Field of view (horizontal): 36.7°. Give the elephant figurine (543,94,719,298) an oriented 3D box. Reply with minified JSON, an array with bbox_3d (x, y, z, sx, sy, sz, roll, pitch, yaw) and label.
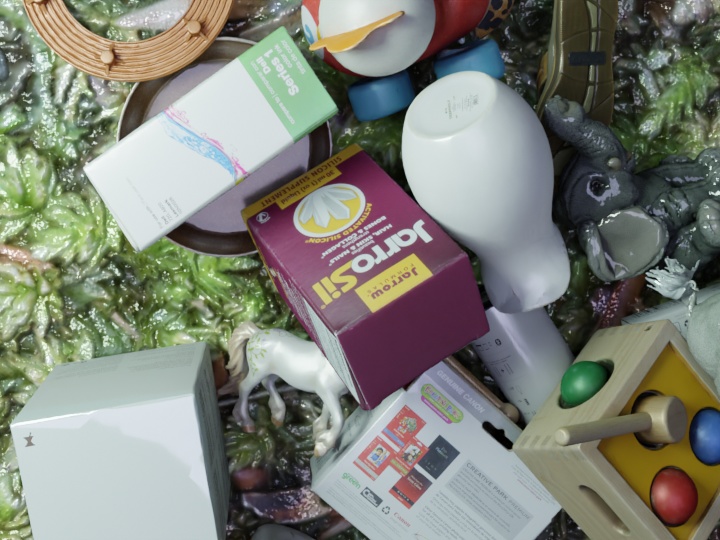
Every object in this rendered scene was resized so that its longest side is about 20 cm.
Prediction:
[{"bbox_3d":[0.239,-0.063,1.014,0.198,0.141,0.157,5,84,-13],"label":"elephant figurine"}]

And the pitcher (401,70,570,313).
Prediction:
[{"bbox_3d":[0.112,-0.087,0.952,0.120,0.173,0.200,-20,133,15],"label":"pitcher"}]

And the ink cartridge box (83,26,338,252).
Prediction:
[{"bbox_3d":[-0.124,-0.113,0.925,0.199,0.145,0.084,-35,100,1],"label":"ink cartridge box"}]

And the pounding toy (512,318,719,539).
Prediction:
[{"bbox_3d":[0.240,0.148,0.958,0.200,0.142,0.184,48,64,-13],"label":"pounding toy"}]

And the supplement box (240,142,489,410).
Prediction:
[{"bbox_3d":[0.000,0.000,0.945,0.130,0.200,0.104,-31,134,-11],"label":"supplement box"}]

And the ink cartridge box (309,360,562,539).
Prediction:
[{"bbox_3d":[0.081,0.197,1.056,0.200,0.084,0.176,42,96,-10],"label":"ink cartridge box"}]

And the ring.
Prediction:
[{"bbox_3d":[-0.209,-0.271,0.972,0.198,0.019,0.203,0,90,0],"label":"ring"}]

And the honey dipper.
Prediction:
[{"bbox_3d":[0.074,0.079,1.043,0.200,0.038,0.038,44,93,2],"label":"honey dipper"}]

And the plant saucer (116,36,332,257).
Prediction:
[{"bbox_3d":[-0.126,-0.114,1.015,0.198,0.034,0.202,-1,98,-6],"label":"plant saucer"}]

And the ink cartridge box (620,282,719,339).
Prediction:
[{"bbox_3d":[0.385,0.110,1.098,0.196,0.047,0.202,-19,102,-4],"label":"ink cartridge box"}]

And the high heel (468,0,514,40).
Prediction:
[{"bbox_3d":[0.059,-0.301,0.986,0.198,0.071,0.144,15,94,-14],"label":"high heel"}]

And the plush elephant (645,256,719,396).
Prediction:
[{"bbox_3d":[0.359,0.036,0.910,0.200,0.155,0.165,41,59,-5],"label":"plush elephant"}]

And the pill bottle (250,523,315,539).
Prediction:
[{"bbox_3d":[-0.100,0.358,1.052,0.109,0.110,0.201,29,94,-9],"label":"pill bottle"}]

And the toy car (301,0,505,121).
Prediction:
[{"bbox_3d":[0.006,-0.212,0.907,0.176,0.200,0.186,-12,108,29],"label":"toy car"}]

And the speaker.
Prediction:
[{"bbox_3d":[0.175,0.105,1.056,0.081,0.081,0.201,-34,100,0],"label":"speaker"}]

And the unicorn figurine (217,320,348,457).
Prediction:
[{"bbox_3d":[-0.040,0.096,1.010,0.198,0.074,0.139,11,101,8],"label":"unicorn figurine"}]

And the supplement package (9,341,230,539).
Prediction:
[{"bbox_3d":[-0.202,0.166,0.965,0.150,0.200,0.152,-9,99,-4],"label":"supplement package"}]

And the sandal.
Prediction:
[{"bbox_3d":[0.196,-0.186,1.025,0.080,0.054,0.202,0,104,-20],"label":"sandal"}]
